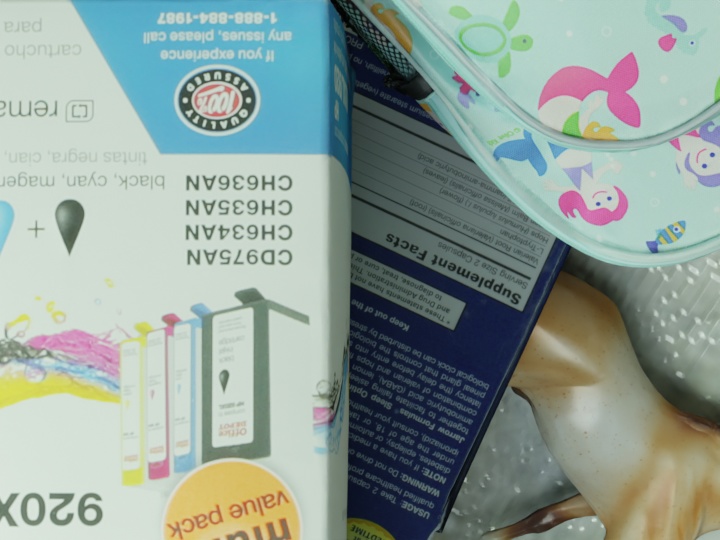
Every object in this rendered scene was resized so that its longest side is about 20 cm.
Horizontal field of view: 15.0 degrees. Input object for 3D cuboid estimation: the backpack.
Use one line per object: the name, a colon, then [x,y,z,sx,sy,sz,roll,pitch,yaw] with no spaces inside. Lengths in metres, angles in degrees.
backpack: [0.079,-0.106,0.815,0.177,0.151,0.200,-38,105,5]

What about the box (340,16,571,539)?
box: [0.000,0.000,0.896,0.121,0.032,0.201,25,83,5]

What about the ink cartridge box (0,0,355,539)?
ink cartridge box: [-0.076,0.030,0.804,0.146,0.145,0.202,0,86,1]

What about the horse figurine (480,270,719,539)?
horse figurine: [0.066,0.054,0.949,0.132,0.050,0.200,-34,101,27]
